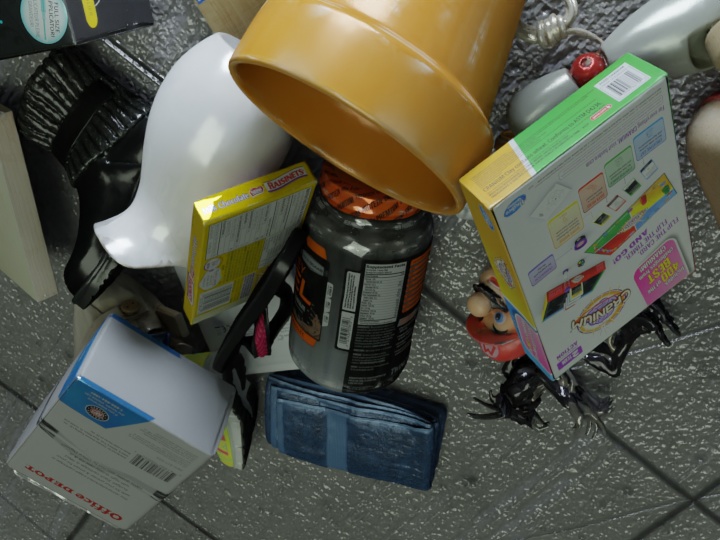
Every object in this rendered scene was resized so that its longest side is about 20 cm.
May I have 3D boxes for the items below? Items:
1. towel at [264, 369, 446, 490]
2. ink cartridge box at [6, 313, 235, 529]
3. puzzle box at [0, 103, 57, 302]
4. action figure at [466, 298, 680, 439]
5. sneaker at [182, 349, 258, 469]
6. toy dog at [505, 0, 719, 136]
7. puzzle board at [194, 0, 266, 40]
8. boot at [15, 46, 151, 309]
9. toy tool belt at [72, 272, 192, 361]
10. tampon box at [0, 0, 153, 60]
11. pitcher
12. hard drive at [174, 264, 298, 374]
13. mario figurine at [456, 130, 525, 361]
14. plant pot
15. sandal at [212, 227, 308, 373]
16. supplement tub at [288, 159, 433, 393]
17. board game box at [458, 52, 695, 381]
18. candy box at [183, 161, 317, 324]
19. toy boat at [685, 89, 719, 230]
[{"bbox_3d":[-0.009,0.175,0.974,0.195,0.049,0.114,11,123,12],"label":"towel"},{"bbox_3d":[-0.236,0.155,0.878,0.145,0.087,0.200,34,133,-17],"label":"ink cartridge box"},{"bbox_3d":[-0.370,-0.081,0.920,0.132,0.025,0.204,29,133,41],"label":"puzzle box"},{"bbox_3d":[0.195,0.102,0.822,0.199,0.119,0.103,-39,85,25],"label":"action figure"},{"bbox_3d":[-0.163,0.146,0.969,0.088,0.079,0.202,3,139,6],"label":"sneaker"},{"bbox_3d":[0.213,-0.157,0.680,0.196,0.135,0.096,-9,159,29],"label":"toy dog"},{"bbox_3d":[-0.075,-0.249,0.766,0.149,0.017,0.202,-22,110,29],"label":"puzzle board"},{"bbox_3d":[-0.270,-0.088,0.863,0.156,0.079,0.214,30,95,-4],"label":"boot"},{"bbox_3d":[-0.243,0.107,0.970,0.121,0.125,0.203,22,125,15],"label":"toy tool belt"},{"bbox_3d":[-0.303,-0.260,0.758,0.196,0.126,0.153,-4,110,21],"label":"tampon box"},{"bbox_3d":[-0.120,-0.091,0.796,0.121,0.170,0.202,46,110,38],"label":"pitcher"},{"bbox_3d":[-0.122,0.015,0.931,0.129,0.025,0.203,-8,117,22],"label":"hard drive"},{"bbox_3d":[0.127,-0.010,0.777,0.103,0.124,0.204,7,116,4],"label":"mario figurine"},{"bbox_3d":[0.032,-0.173,0.658,0.198,0.200,0.186,30,84,-1],"label":"plant pot"},{"bbox_3d":[-0.083,0.041,0.804,0.045,0.076,0.201,30,137,-8],"label":"sandal"},{"bbox_3d":[0.000,0.000,0.823,0.120,0.123,0.204,15,122,9],"label":"supplement tub"},{"bbox_3d":[0.166,-0.030,0.657,0.152,0.040,0.201,-36,134,-7],"label":"board game box"},{"bbox_3d":[-0.101,-0.018,0.779,0.027,0.101,0.201,57,155,16],"label":"candy box"},{"bbox_3d":[0.345,-0.069,0.680,0.130,0.130,0.201,-38,117,-5],"label":"toy boat"}]
